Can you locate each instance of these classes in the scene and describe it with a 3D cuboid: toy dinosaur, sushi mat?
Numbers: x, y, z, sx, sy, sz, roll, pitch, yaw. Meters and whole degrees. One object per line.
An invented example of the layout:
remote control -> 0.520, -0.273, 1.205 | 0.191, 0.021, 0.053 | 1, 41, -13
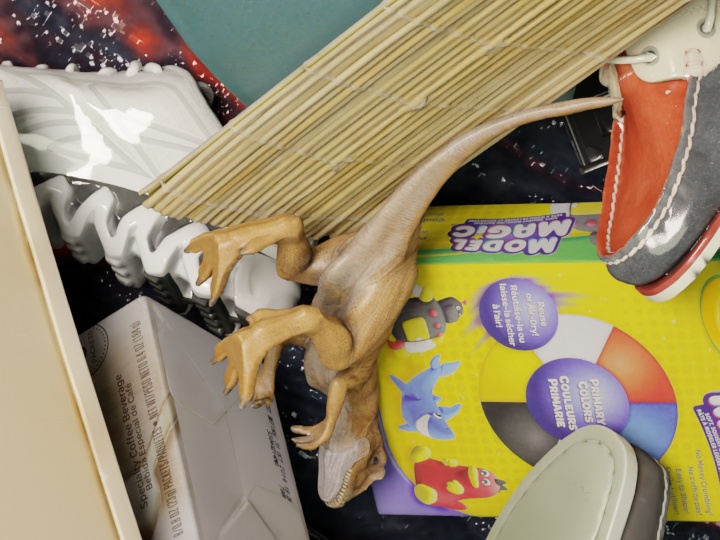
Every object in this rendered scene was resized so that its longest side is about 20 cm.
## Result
toy dinosaur -> 0.000, 0.000, 0.925 | 0.106, 0.060, 0.200 | -7, 139, -31
sushi mat -> 0.019, -0.059, 0.875 | 0.200, 0.096, 0.012 | -35, 58, 43

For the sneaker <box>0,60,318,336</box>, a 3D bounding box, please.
sneaker -> -0.104, -0.046, 0.993 | 0.200, 0.075, 0.081 | 25, 79, 5

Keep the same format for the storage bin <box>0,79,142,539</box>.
storage bin -> -0.195, 0.062, 0.916 | 0.199, 0.094, 0.200 | -31, 69, 32

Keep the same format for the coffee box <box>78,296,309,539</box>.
coffee box -> -0.123, 0.114, 0.992 | 0.200, 0.114, 0.080 | -32, 142, 22

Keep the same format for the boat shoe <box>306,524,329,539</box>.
boat shoe -> 0.020, 0.144, 1.039 | 0.064, 0.071, 0.200 | -44, 101, 6

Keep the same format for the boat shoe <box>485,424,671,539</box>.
boat shoe -> 0.069, 0.152, 0.969 | 0.061, 0.072, 0.201 | 16, 105, -26

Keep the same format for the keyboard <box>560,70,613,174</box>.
keyboard -> 0.168, -0.082, 0.954 | 0.200, 0.021, 0.127 | -22, 74, 13

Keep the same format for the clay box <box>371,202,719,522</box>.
clay box -> 0.094, 0.034, 0.969 | 0.200, 0.048, 0.115 | -1, 121, 22

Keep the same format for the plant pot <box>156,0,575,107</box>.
plant pot -> 0.002, -0.135, 0.885 | 0.141, 0.141, 0.200 | -16, 143, 10

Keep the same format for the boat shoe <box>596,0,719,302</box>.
boat shoe -> 0.108, -0.088, 0.910 | 0.063, 0.071, 0.200 | 24, 71, -25
